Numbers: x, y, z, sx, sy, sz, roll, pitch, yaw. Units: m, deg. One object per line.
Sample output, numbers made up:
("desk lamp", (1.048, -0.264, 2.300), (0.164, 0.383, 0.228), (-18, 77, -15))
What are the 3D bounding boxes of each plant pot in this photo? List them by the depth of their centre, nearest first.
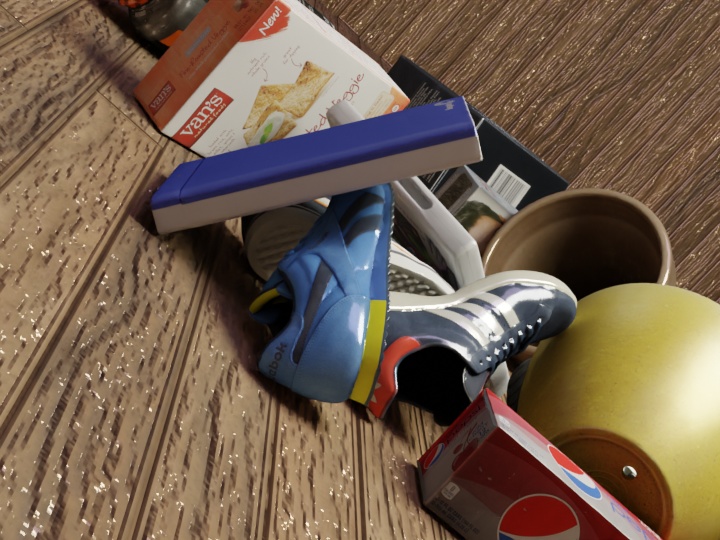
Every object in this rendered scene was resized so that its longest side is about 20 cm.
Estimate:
("plant pot", (0.185, 0.128, 0.965), (0.200, 0.200, 0.142), (45, 33, 6))
("plant pot", (0.234, 0.044, 1.431), (0.201, 0.199, 0.175), (53, -2, 41))

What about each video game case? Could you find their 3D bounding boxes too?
("video game case", (0.047, -0.013, 1.100), (0.182, 0.023, 0.201), (51, -11, 36))

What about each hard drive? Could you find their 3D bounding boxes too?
("hard drive", (-0.025, -0.069, 0.886), (0.132, 0.197, 0.026), (-85, 162, -76))

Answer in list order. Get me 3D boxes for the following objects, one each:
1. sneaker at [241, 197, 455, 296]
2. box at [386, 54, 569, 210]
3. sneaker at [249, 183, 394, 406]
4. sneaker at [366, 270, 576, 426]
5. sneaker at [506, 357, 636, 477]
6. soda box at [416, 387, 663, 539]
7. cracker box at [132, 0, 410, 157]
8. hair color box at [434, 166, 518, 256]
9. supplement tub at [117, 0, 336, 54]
("sneaker", (0.000, 0.000, 0.985), (0.199, 0.078, 0.080), (36, 17, -29))
("box", (0.126, -0.146, 1.783), (0.199, 0.124, 0.197), (29, 10, -43))
("sneaker", (-0.023, -0.003, 0.846), (0.077, 0.066, 0.201), (12, 39, -5))
("sneaker", (0.073, 0.057, 0.925), (0.198, 0.075, 0.085), (-9, 51, -30))
("sneaker", (0.185, 0.150, 1.119), (0.201, 0.074, 0.089), (53, 11, -5))
("soda box", (0.129, 0.166, 0.856), (0.200, 0.070, 0.063), (41, 11, -13))
("cracker box", (-0.066, -0.138, 1.113), (0.199, 0.134, 0.058), (28, 19, -52))
("hair color box", (0.149, -0.013, 1.501), (0.199, 0.099, 0.061), (37, 13, -30))
("supplement tub", (-0.124, -0.230, 1.271), (0.199, 0.123, 0.123), (36, 13, -33))
